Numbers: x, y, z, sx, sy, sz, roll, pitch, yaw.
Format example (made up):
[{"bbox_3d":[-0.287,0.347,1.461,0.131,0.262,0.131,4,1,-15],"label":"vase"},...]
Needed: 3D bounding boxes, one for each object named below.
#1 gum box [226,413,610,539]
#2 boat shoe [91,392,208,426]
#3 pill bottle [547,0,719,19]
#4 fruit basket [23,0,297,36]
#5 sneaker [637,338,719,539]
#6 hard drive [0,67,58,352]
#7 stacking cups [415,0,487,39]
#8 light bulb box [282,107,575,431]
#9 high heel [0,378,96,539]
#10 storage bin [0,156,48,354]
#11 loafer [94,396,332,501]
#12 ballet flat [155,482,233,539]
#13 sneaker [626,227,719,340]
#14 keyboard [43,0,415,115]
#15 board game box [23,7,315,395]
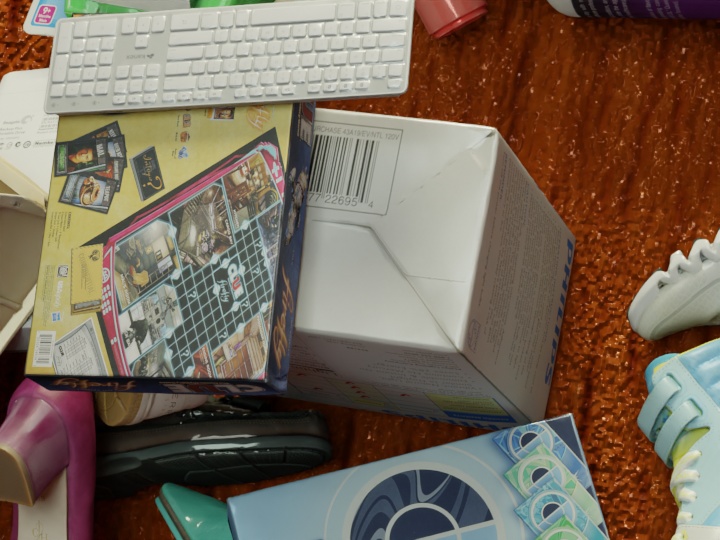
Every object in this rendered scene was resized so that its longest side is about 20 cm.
[{"bbox_3d":[0.043,0.184,1.288,0.199,0.045,0.171,-13,69,-7],"label":"gum box"},{"bbox_3d":[-0.145,0.025,1.421,0.200,0.069,0.071,57,136,46],"label":"boat shoe"},{"bbox_3d":[0.174,-0.202,1.366,0.199,0.112,0.113,3,77,17],"label":"pill bottle"},{"bbox_3d":[-0.102,-0.225,1.470,0.184,0.094,0.201,12,77,20],"label":"fruit basket"},{"bbox_3d":[0.184,0.122,1.292,0.130,0.080,0.200,34,69,23],"label":"sneaker"},{"bbox_3d":[-0.190,-0.040,1.417,0.131,0.027,0.201,-3,52,28],"label":"hard drive"},{"bbox_3d":[0.011,-0.234,1.424,0.060,0.060,0.201,-26,89,9],"label":"stacking cups"},{"bbox_3d":[0.000,0.000,1.321,0.197,0.200,0.126,8,77,19],"label":"light bulb box"},{"bbox_3d":[-0.173,0.148,1.382,0.067,0.201,0.096,6,36,25],"label":"high heel"},{"bbox_3d":[-0.294,-0.007,1.351,0.200,0.094,0.199,35,89,33],"label":"storage bin"},{"bbox_3d":[-0.114,0.094,1.405,0.199,0.072,0.063,-9,68,17],"label":"loafer"},{"bbox_3d":[-0.044,0.189,1.354,0.070,0.067,0.201,-35,62,3],"label":"ballet flat"},{"bbox_3d":[0.246,0.003,1.317,0.199,0.075,0.082,-22,80,11],"label":"sneaker"},{"bbox_3d":[-0.069,-0.111,1.224,0.199,0.011,0.057,-2,73,17],"label":"keyboard"},{"bbox_3d":[-0.096,-0.037,1.234,0.135,0.035,0.201,1,74,18],"label":"board game box"}]
